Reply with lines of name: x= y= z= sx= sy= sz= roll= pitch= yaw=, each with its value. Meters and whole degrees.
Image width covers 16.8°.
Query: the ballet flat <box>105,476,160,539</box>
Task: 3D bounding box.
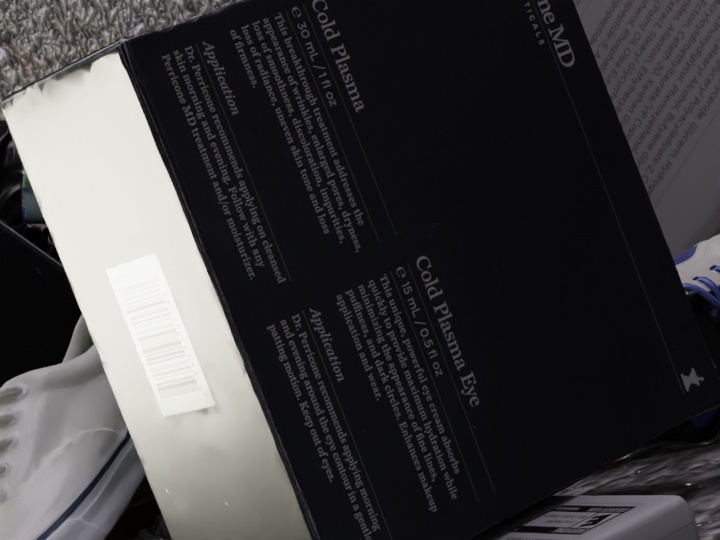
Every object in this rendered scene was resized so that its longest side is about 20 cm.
ballet flat: x=-0.087 y=0.123 z=1.052 sx=0.199 sy=0.068 sz=0.072 roll=-19 pitch=22 yaw=-15

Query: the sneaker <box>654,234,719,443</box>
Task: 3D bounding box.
sneaker: x=0.156 y=0.021 z=0.986 sx=0.199 sy=0.081 sz=0.115 roll=-28 pitch=6 yaw=8

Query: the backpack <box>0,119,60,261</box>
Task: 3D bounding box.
backpack: x=-0.099 y=-0.035 z=1.278 sx=0.199 sy=0.127 sz=0.167 roll=-6 pitch=-17 yaw=-1

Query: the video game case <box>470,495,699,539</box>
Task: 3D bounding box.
video game case: x=-0.008 y=0.121 z=0.831 sx=0.182 sy=0.022 sz=0.200 roll=-23 pitch=5 yaw=-24

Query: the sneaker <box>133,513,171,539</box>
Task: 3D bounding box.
sneaker: x=-0.046 y=0.089 z=0.982 sx=0.199 sy=0.088 sz=0.076 roll=-23 pitch=4 yaw=-12

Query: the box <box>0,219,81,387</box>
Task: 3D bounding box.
box: x=-0.233 y=0.088 z=1.183 sx=0.198 sy=0.123 sz=0.200 roll=-15 pitch=43 yaw=57

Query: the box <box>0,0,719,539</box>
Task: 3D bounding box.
box: x=0.003 y=-0.005 z=0.863 sx=0.182 sy=0.201 sz=0.104 roll=-23 pitch=4 yaw=-32

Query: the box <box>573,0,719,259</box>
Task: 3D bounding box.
box: x=0.204 y=-0.120 z=1.154 sx=0.199 sy=0.171 sz=0.200 roll=-8 pitch=-40 yaw=-43

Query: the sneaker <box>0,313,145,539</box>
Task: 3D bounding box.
sneaker: x=-0.132 y=0.083 z=0.994 sx=0.073 sy=0.071 sz=0.200 roll=-44 pitch=8 yaw=38
